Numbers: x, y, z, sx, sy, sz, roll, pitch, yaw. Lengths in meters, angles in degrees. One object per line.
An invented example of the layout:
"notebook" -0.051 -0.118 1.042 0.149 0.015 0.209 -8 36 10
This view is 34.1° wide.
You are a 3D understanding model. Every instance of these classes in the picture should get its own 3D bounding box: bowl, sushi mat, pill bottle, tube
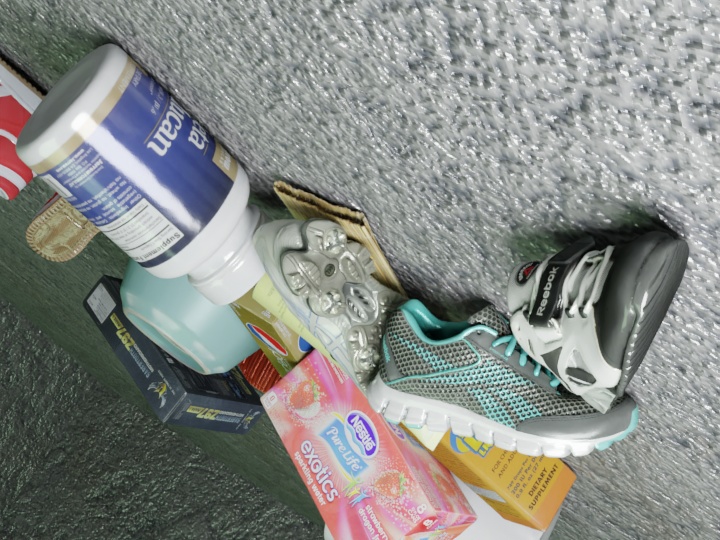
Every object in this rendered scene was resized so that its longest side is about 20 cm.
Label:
"bowl" -0.179 0.035 1.258 0.199 0.106 0.201 34 164 11
"sushi mat" 0.000 0.000 0.942 0.095 0.012 0.201 25 161 32
"pill bottle" -0.155 -0.066 0.904 0.200 0.112 0.110 44 162 -27
"tube" 0.002 0.059 0.974 0.199 0.052 0.058 37 145 7

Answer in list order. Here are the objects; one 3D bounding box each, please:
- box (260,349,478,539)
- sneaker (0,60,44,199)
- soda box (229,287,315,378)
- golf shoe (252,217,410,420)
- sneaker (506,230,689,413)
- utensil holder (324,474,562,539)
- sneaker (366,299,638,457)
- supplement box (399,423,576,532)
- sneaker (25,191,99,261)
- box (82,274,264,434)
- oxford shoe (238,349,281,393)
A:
"box" 0.006 0.173 1.088 0.094 0.102 0.201 27 -154 -56
"sneaker" -0.377 -0.153 1.093 0.199 0.113 0.071 40 164 -14
"soda box" -0.062 0.057 1.145 0.067 0.064 0.201 28 163 27
"golf shoe" -0.011 0.031 0.913 0.097 0.078 0.201 21 150 52
"sneaker" 0.118 0.022 0.640 0.088 0.075 0.200 31 163 11
"utensil holder" 0.086 0.259 1.218 0.198 0.171 0.170 29 163 18
"sneaker" 0.098 0.072 0.829 0.197 0.093 0.078 9 -164 17
"supplement box" 0.102 0.150 1.056 0.200 0.067 0.069 42 163 -21
"sneaker" -0.232 -0.091 1.108 0.198 0.113 0.071 -24 122 37
"box" -0.217 0.100 1.375 0.200 0.051 0.157 49 -164 29
"oxford shoe" -0.114 0.092 1.379 0.199 0.072 0.072 36 -177 28
